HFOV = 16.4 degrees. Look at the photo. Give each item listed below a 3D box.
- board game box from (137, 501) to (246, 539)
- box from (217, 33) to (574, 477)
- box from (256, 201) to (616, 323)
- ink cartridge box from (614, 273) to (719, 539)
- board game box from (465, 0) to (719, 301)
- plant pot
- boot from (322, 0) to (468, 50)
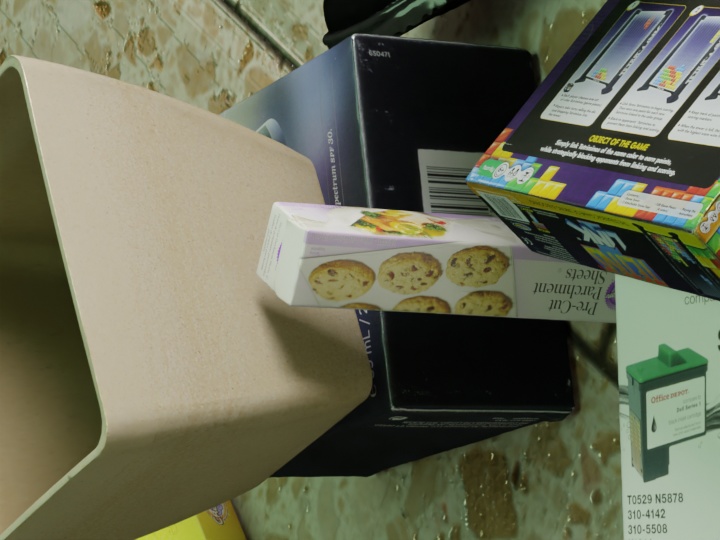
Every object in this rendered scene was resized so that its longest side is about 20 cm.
[{"bbox_3d":[-0.132,0.206,1.573,0.153,0.040,0.200,-47,50,25],"label":"board game box"},{"bbox_3d":[0.000,0.000,1.350,0.198,0.123,0.200,-25,67,55],"label":"box"},{"bbox_3d":[0.047,-0.003,1.207,0.039,0.200,0.042,41,121,53],"label":"box"},{"bbox_3d":[0.187,0.071,1.095,0.146,0.084,0.200,-12,78,54],"label":"ink cartridge box"},{"bbox_3d":[0.155,-0.073,1.083,0.165,0.057,0.200,-50,24,-10],"label":"board game box"},{"bbox_3d":[-0.112,0.028,1.245,0.200,0.177,0.200,-42,57,48],"label":"plant pot"},{"bbox_3d":[0.027,-0.218,1.317,0.211,0.079,0.158,-32,88,40],"label":"boot"}]
